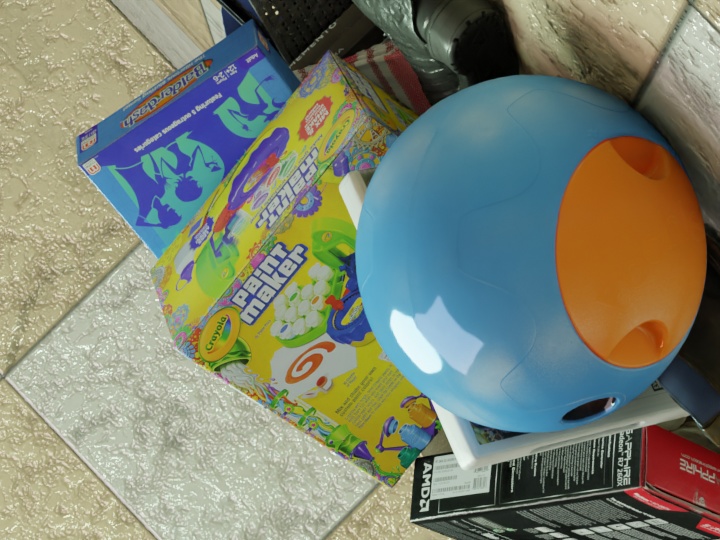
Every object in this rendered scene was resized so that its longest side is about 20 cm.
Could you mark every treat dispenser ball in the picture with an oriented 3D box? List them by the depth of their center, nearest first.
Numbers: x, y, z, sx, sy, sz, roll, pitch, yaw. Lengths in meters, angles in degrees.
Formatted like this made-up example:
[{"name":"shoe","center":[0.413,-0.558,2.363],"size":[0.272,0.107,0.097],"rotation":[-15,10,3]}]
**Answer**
[{"name":"treat dispenser ball","center":[0.096,-0.009,1.406],"size":[0.201,0.201,0.201],"rotation":[45,176,4]}]

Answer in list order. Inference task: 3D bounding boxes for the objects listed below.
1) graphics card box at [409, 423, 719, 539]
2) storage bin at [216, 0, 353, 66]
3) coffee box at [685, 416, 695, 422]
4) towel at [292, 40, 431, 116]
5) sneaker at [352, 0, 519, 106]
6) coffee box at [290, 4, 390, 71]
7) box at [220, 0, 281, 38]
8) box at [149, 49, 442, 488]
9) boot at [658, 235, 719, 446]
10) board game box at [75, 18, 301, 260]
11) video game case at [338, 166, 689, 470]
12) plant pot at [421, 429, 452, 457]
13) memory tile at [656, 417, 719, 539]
[{"name":"graphics card box","center":[0.146,0.149,1.638],"size":[0.199,0.051,0.125],"rotation":[-15,152,41]},{"name":"storage bin","center":[-0.079,-0.243,1.675],"size":[0.135,0.094,0.200],"rotation":[44,175,22]},{"name":"coffee box","center":[0.254,0.131,1.799],"size":[0.113,0.080,0.200],"rotation":[36,176,4]},{"name":"towel","center":[-0.008,-0.088,1.749],"size":[0.147,0.199,0.030],"rotation":[56,-145,-32]},{"name":"sneaker","center":[0.041,-0.159,1.544],"size":[0.104,0.060,0.200],"rotation":[43,170,18]},{"name":"coffee box","center":[0.024,-0.098,1.875],"size":[0.200,0.113,0.080],"rotation":[49,177,-29]},{"name":"box","center":[-0.038,-0.120,1.925],"size":[0.032,0.121,0.201],"rotation":[-10,95,46]},{"name":"box","center":[0.000,0.000,1.655],"size":[0.192,0.200,0.122],"rotation":[35,-167,-27]},{"name":"boot","center":[0.202,0.037,1.501],"size":[0.075,0.097,0.200],"rotation":[47,176,-24]},{"name":"board game box","center":[-0.077,-0.053,1.715],"size":[0.200,0.152,0.045],"rotation":[50,-166,-29]},{"name":"video game case","center":[0.100,0.015,1.536],"size":[0.023,0.181,0.201],"rotation":[-49,59,50]},{"name":"plant pot","center":[0.112,0.103,1.829],"size":[0.187,0.186,0.201],"rotation":[48,-154,-32]},{"name":"memory tile","center":[0.241,0.111,1.629],"size":[0.153,0.017,0.200],"rotation":[48,139,-13]}]
